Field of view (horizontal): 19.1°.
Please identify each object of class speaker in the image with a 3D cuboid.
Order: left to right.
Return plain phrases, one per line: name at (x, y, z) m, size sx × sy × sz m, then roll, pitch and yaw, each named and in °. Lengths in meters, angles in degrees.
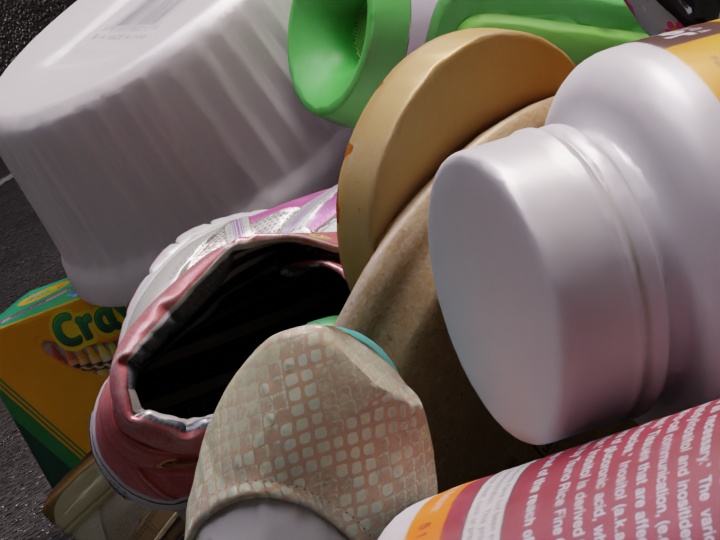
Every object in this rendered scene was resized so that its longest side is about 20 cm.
speaker at (0.073, -0.092, 0.906) m, size 0.199 × 0.089 × 0.088 m, roll 4°, pitch -5°, yaw -30°

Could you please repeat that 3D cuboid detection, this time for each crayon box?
crayon box at (-0.075, 0.045, 1.013) m, size 0.200 × 0.119 × 0.058 m, roll -20°, pitch 14°, yaw 33°

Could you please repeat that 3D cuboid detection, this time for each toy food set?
toy food set at (0.041, 0.036, 0.659) m, size 0.049 × 0.200 × 0.198 m, roll 25°, pitch 90°, yaw 37°

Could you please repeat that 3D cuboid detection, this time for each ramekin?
ramekin at (-0.074, -0.083, 0.977) m, size 0.200 × 0.098 × 0.201 m, roll -30°, pitch 22°, yaw 14°

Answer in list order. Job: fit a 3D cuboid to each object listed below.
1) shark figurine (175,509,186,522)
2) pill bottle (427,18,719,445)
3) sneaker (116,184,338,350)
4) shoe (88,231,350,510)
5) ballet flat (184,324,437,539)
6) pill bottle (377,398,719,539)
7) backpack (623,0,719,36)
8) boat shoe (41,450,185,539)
shark figurine at (-0.043, 0.117, 0.732) m, size 0.128 × 0.090 × 0.215 m, roll -23°, pitch 15°, yaw 15°
pill bottle at (0.123, -0.018, 0.572) m, size 0.199 × 0.110 × 0.109 m, roll -16°, pitch 8°, yaw -19°
sneaker at (0.000, 0.000, 0.796) m, size 0.200 × 0.082 × 0.088 m, roll -32°, pitch 11°, yaw -23°
shoe at (0.008, 0.016, 0.696) m, size 0.200 × 0.072 × 0.091 m, roll -23°, pitch -12°, yaw -15°
ballet flat at (-0.024, 0.109, 0.570) m, size 0.067 × 0.200 × 0.062 m, roll 14°, pitch 31°, yaw 3°
pill bottle at (0.108, 0.080, 0.490) m, size 0.200 × 0.113 × 0.113 m, roll -22°, pitch 13°, yaw 26°
backpack at (0.165, -0.118, 0.798) m, size 0.126 × 0.167 × 0.200 m, roll -35°, pitch -20°, yaw 16°
boat shoe at (-0.048, 0.062, 0.920) m, size 0.200 × 0.066 × 0.074 m, roll -40°, pitch 5°, yaw 25°
